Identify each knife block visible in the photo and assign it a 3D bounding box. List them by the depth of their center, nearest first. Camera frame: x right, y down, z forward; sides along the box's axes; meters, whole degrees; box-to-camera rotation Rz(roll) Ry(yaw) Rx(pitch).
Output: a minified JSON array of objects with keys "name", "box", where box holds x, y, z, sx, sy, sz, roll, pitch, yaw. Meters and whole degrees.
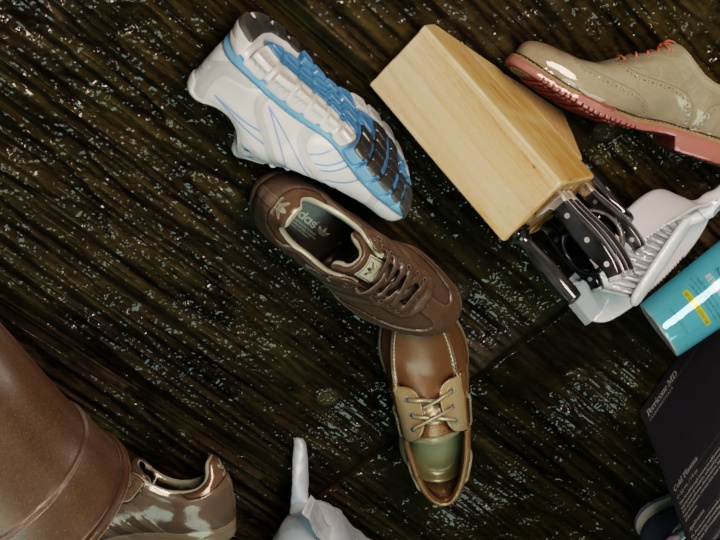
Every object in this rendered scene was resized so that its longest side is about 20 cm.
[{"name":"knife block","box":[0.110,-0.066,1.230,0.200,0.176,0.064,30,118,-29]}]

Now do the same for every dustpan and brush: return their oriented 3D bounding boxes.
[{"name":"dustpan and brush","box":[0.245,-0.035,1.341,0.200,0.057,0.140,-53,158,-1]}]

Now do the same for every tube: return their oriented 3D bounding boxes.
[{"name":"tube","box":[0.315,-0.011,1.366,0.200,0.050,0.078,-37,98,2]}]

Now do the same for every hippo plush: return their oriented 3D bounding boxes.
[{"name":"hippo plush","box":[-0.067,0.288,1.502,0.160,0.160,0.200,-26,129,11]}]

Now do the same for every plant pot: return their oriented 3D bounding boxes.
[{"name":"plant pot","box":[-0.309,0.124,1.315,0.200,0.200,0.199,-23,122,9]}]

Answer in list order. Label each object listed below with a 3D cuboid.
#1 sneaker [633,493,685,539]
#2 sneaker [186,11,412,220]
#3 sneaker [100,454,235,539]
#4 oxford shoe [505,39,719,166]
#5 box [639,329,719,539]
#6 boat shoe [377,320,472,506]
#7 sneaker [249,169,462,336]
[{"name":"sneaker","box":[0.353,0.226,1.572,0.200,0.082,0.070,-26,128,12]},{"name":"sneaker","box":[-0.044,-0.098,1.255,0.087,0.075,0.200,-33,119,26]},{"name":"sneaker","box":[-0.207,0.195,1.466,0.199,0.070,0.076,-3,101,-2]},{"name":"oxford shoe","box":[0.201,-0.139,1.271,0.200,0.070,0.075,18,97,-21]},{"name":"box","box":[0.339,0.120,1.418,0.104,0.182,0.200,14,126,-21]},{"name":"boat shoe","box":[0.062,0.112,1.433,0.075,0.074,0.200,-13,127,1]},{"name":"sneaker","box":[0.000,0.000,1.310,0.200,0.076,0.071,32,98,-22]}]
